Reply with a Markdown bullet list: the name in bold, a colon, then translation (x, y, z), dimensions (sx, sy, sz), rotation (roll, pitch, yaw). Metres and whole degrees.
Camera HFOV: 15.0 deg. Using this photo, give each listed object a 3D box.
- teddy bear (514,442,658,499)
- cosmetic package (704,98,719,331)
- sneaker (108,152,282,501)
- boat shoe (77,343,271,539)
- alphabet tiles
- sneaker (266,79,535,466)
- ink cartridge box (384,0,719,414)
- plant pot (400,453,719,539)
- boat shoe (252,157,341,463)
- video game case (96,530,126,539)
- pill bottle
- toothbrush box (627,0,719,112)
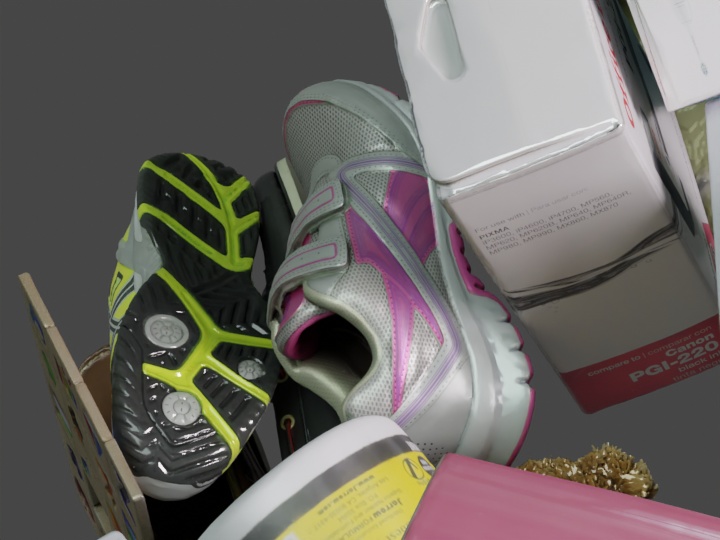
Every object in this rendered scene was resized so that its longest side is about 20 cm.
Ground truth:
- **teddy bear**: translation (0.113, 0.169, 1.115), dimensions (0.200, 0.067, 0.145), rotation (40, 96, 31)
- **cosmetic package**: translation (0.193, 0.045, 1.081), dimensions (0.051, 0.151, 0.201), rotation (-18, 56, 28)
- **sneaker**: translation (-0.077, 0.035, 1.221), dimensions (0.075, 0.077, 0.200), rotation (14, 38, -9)
- **boat shoe**: translation (-0.078, 0.093, 1.241), dimensions (0.072, 0.068, 0.200), rotation (-43, 52, 0)
- **alphabet tiles**: translation (-0.096, 0.121, 1.178), dimensions (0.008, 0.168, 0.200), rotation (-23, 52, -13)
- **sneaker**: translation (0.000, 0.000, 1.168), dimensions (0.088, 0.082, 0.201), rotation (-7, 54, -25)
- **ink cartridge box**: translation (0.086, -0.053, 1.161), dimensions (0.084, 0.200, 0.146), rotation (-22, 56, 13)
- **plant pot**: translation (0.081, 0.155, 0.907), dimensions (0.178, 0.200, 0.201), rotation (26, 74, 4)
- **boat shoe**: translation (-0.023, 0.034, 1.244), dimensions (0.063, 0.074, 0.202), rotation (-26, 54, 11)
- **video game case**: translation (-0.039, 0.219, 1.071), dimensions (0.024, 0.200, 0.182), rotation (-31, 51, -16)
- **pill bottle**: translation (0.029, 0.163, 1.051), dimensions (0.111, 0.111, 0.200), rotation (-40, 75, 1)
- **toothbrush box**: translation (0.192, -0.132, 1.150), dimensions (0.146, 0.200, 0.086), rotation (-21, 91, 15)
